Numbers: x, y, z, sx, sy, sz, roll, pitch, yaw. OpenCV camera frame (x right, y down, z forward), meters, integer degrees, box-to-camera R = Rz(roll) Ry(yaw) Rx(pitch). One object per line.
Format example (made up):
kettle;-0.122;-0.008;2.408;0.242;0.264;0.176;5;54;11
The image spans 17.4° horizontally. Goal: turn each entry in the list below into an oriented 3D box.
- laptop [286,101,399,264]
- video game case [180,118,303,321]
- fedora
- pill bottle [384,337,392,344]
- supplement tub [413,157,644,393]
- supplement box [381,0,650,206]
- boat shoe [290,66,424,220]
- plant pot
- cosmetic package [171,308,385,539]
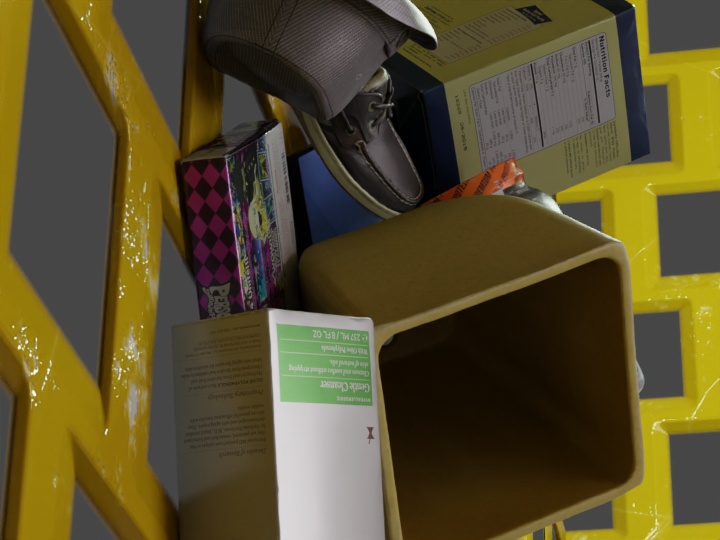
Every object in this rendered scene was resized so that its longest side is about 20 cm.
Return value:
laptop;0.000;0.000;1.765;0.200;0.102;0.178;-103;-177;-62
video game case;-0.072;0.011;1.554;0.181;0.036;0.202;-52;137;-76
fedora;-0.042;-0.157;1.549;0.091;0.176;0.200;-63;-178;-4
pill bottle;0.055;0.076;2.027;0.201;0.113;0.115;75;15;-46
supplement tub;0.118;0.026;1.760;0.201;0.122;0.122;63;11;0
supplement box;0.096;-0.152;1.906;0.200;0.199;0.135;40;-34;52
boat shoe;-0.009;-0.124;1.696;0.200;0.065;0.073;53;31;-19
plant pot;0.054;0.056;1.603;0.200;0.194;0.196;40;-36;53
cosmetic package;-0.048;0.130;1.413;0.107;0.084;0.202;5;78;-52
